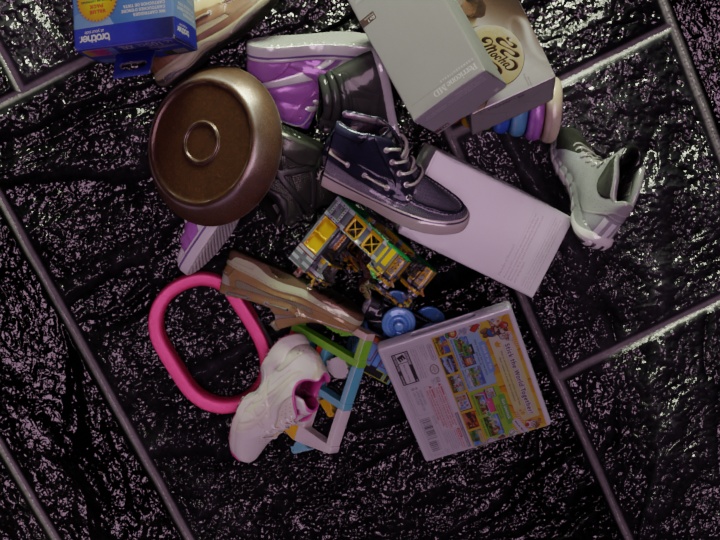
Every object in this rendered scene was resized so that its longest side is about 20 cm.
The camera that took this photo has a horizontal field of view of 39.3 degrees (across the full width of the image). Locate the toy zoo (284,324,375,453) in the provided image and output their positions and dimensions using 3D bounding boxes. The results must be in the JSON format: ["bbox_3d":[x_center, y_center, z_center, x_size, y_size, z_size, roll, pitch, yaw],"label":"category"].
[{"bbox_3d":[-0.061,0.153,1.354,0.020,0.131,0.202,5,107,-50],"label":"toy zoo"}]

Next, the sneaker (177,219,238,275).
[{"bbox_3d":[-0.211,-0.101,1.320,0.114,0.073,0.202,32,103,9],"label":"sneaker"}]

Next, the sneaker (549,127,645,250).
[{"bbox_3d":[0.307,-0.131,1.264,0.074,0.202,0.116,12,137,-23],"label":"sneaker"}]

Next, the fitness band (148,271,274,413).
[{"bbox_3d":[-0.202,0.099,1.370,0.143,0.037,0.201,-29,101,3],"label":"fitness band"}]

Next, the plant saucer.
[{"bbox_3d":[-0.190,-0.157,1.250,0.198,0.034,0.203,-2,86,25],"label":"plant saucer"}]

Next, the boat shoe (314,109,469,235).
[{"bbox_3d":[0.044,-0.117,1.193,0.198,0.075,0.093,20,131,3],"label":"boat shoe"}]

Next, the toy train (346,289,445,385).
[{"bbox_3d":[0.078,0.110,1.368,0.198,0.087,0.115,27,108,-11],"label":"toy train"}]

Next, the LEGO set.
[{"bbox_3d":[0.000,0.000,1.266,0.154,0.200,0.116,42,98,10],"label":"LEGO set"}]

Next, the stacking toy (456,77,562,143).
[{"bbox_3d":[0.158,-0.212,1.307,0.197,0.085,0.087,3,102,1],"label":"stacking toy"}]

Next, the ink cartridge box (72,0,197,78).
[{"bbox_3d":[-0.273,-0.331,1.216,0.135,0.076,0.203,-5,89,14],"label":"ink cartridge box"}]

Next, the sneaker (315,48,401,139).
[{"bbox_3d":[-0.001,-0.172,1.258,0.098,0.071,0.202,-14,120,0],"label":"sneaker"}]

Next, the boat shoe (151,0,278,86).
[{"bbox_3d":[-0.191,-0.313,1.264,0.199,0.076,0.074,-35,96,4],"label":"boat shoe"}]

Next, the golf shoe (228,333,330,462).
[{"bbox_3d":[-0.109,0.184,1.333,0.091,0.075,0.201,39,112,31],"label":"golf shoe"}]

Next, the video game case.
[{"bbox_3d":[0.139,0.150,1.330,0.180,0.023,0.201,-18,118,10],"label":"video game case"}]

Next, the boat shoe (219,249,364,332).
[{"bbox_3d":[-0.092,0.044,1.311,0.198,0.072,0.077,25,95,16],"label":"boat shoe"}]

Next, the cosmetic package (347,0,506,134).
[{"bbox_3d":[0.073,-0.273,1.177,0.106,0.090,0.201,-35,70,20],"label":"cosmetic package"}]

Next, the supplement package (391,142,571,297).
[{"bbox_3d":[0.153,-0.068,1.314,0.198,0.117,0.118,25,100,-9],"label":"supplement package"}]

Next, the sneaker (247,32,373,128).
[{"bbox_3d":[-0.044,-0.242,1.290,0.198,0.073,0.116,-3,115,-2],"label":"sneaker"}]

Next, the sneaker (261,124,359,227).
[{"bbox_3d":[-0.053,-0.102,1.303,0.198,0.076,0.115,19,109,-33],"label":"sneaker"}]

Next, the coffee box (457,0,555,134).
[{"bbox_3d":[0.149,-0.289,1.248,0.112,0.080,0.202,-22,77,3],"label":"coffee box"}]
